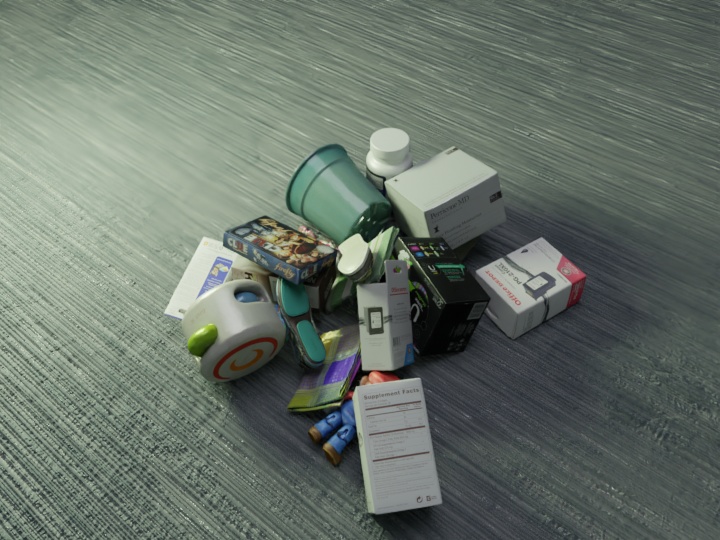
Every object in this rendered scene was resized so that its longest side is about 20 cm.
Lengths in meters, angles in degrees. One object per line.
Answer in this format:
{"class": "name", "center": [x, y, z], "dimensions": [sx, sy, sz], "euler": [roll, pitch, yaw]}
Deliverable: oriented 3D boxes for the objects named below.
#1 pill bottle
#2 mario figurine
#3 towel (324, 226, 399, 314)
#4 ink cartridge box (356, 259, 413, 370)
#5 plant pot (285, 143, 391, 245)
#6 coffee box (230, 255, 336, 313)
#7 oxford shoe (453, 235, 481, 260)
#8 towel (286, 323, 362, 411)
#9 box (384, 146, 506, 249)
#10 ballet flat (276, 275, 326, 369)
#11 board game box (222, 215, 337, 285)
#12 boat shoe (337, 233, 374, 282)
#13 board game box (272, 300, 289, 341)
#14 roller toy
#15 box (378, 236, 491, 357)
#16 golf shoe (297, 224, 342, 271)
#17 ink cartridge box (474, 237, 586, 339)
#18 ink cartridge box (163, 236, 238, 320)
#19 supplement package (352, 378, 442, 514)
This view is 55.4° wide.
{"class": "pill bottle", "center": [0.069, -0.233, 1.658], "dimensions": [0.113, 0.202, 0.117], "euler": [0, 45, 0]}
{"class": "mario figurine", "center": [0.002, 0.272, 1.279], "dimensions": [0.199, 0.106, 0.125], "euler": [-37, 98, -19]}
{"class": "towel", "center": [0.000, 0.000, 1.464], "dimensions": [0.023, 0.199, 0.154], "euler": [38, 45, -19]}
{"class": "ink cartridge box", "center": [0.048, 0.084, 1.323], "dimensions": [0.065, 0.205, 0.115], "euler": [-5, -2, 26]}
{"class": "plant pot", "center": [-0.041, -0.158, 1.606], "dimensions": [0.199, 0.202, 0.196], "euler": [-33, 61, -28]}
{"class": "coffee box", "center": [-0.160, 0.005, 1.455], "dimensions": [0.196, 0.081, 0.114], "euler": [13, 46, 12]}
{"class": "oxford shoe", "center": [0.206, -0.049, 1.584], "dimensions": [0.199, 0.076, 0.057], "euler": [-42, 15, -23]}
{"class": "towel", "center": [-0.058, 0.185, 1.332], "dimensions": [0.142, 0.023, 0.202], "euler": [-16, 34, 36]}
{"class": "box", "center": [0.191, -0.158, 1.555], "dimensions": [0.196, 0.132, 0.200], "euler": [-27, 34, -11]}
{"class": "ballet flat", "center": [-0.128, 0.101, 1.352], "dimensions": [0.073, 0.074, 0.204], "euler": [-14, 72, -13]}
{"class": "board game box", "center": [-0.163, -0.045, 1.395], "dimensions": [0.197, 0.035, 0.135], "euler": [25, 31, 23]}
{"class": "boat shoe", "center": [-0.003, -0.016, 1.347], "dimensions": [0.071, 0.061, 0.202], "euler": [-31, 16, 6]}
{"class": "board game box", "center": [-0.212, 0.056, 1.493], "dimensions": [0.196, 0.046, 0.153], "euler": [18, 48, 18]}
{"class": "roller toy", "center": [-0.247, 0.113, 1.331], "dimensions": [0.180, 0.201, 0.141], "euler": [-26, 65, -13]}
{"class": "box", "center": [0.144, 0.049, 1.403], "dimensions": [0.122, 0.150, 0.201], "euler": [-2, 41, -32]}
{"class": "golf shoe", "center": [-0.105, -0.032, 1.550], "dimensions": [0.092, 0.073, 0.199], "euler": [-42, 38, -17]}
{"class": "ink cartridge box", "center": [0.359, 0.035, 1.476], "dimensions": [0.197, 0.085, 0.145], "euler": [-25, 50, -22]}
{"class": "ink cartridge box", "center": [-0.331, 0.027, 1.456], "dimensions": [0.093, 0.037, 0.203], "euler": [16, 59, 10]}
{"class": "supplement package", "center": [0.057, 0.297, 1.156], "dimensions": [0.115, 0.117, 0.204], "euler": [-7, 72, -6]}
